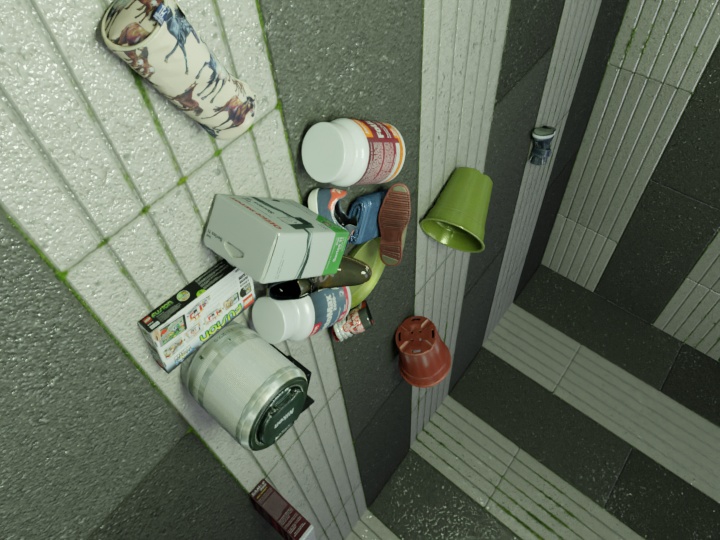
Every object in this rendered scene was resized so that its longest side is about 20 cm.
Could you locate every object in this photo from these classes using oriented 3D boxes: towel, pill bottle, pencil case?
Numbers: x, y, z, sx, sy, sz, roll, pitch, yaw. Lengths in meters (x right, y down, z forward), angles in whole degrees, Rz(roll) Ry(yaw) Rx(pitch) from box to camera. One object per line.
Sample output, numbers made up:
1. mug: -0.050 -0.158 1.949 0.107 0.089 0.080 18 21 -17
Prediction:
1. towel: 0.036 -0.130 1.202 0.198 0.048 0.114 -23 137 -52
2. pill bottle: -0.118 0.073 1.052 0.198 0.118 0.122 -21 136 -53
3. pencil case: -0.197 -0.235 0.611 0.089 0.078 0.200 -44 155 3
4. pill bottle: -0.010 -0.213 0.946 0.198 0.113 0.117 -18 134 -55

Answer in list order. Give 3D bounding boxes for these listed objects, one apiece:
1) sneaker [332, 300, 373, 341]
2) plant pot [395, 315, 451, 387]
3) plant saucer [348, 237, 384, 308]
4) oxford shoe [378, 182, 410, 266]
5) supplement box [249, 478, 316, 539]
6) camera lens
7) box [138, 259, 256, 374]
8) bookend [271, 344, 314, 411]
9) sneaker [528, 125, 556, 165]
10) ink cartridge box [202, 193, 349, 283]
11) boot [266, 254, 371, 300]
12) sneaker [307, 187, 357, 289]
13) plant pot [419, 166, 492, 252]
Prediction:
1. sneaker: -0.024 0.132 1.368 0.105 0.069 0.201 -23 -179 2
2. plant pot: 0.209 0.272 1.825 0.202 0.198 0.197 -49 145 -19
3. plant saucer: 0.000 0.000 1.298 0.200 0.031 0.203 -45 152 -31
4. oxford shoe: 0.077 -0.114 1.189 0.075 0.068 0.204 -69 170 -54
5. supplement box: -0.214 0.678 1.436 0.061 0.197 0.111 -41 151 -32
6. camera lens: -0.204 0.204 0.935 0.160 0.198 0.162 -42 150 -31
7. box: -0.262 0.066 0.869 0.199 0.034 0.112 -42 150 -33
8. bookend: -0.180 0.246 1.155 0.198 0.091 0.203 -28 141 -50
9. sneaker: 0.700 -0.479 2.039 0.201 0.076 0.150 -26 137 -52
10. ink cartridge box: -0.133 -0.055 0.850 0.198 0.145 0.085 -9 125 -60
11. boot: -0.078 0.023 0.953 0.098 0.193 0.077 -79 169 -57
12. sneaker: -0.042 -0.059 1.004 0.075 0.082 0.205 -70 153 -61
13. plant pot: 0.292 -0.184 1.501 0.195 0.195 0.200 -67 157 -11
